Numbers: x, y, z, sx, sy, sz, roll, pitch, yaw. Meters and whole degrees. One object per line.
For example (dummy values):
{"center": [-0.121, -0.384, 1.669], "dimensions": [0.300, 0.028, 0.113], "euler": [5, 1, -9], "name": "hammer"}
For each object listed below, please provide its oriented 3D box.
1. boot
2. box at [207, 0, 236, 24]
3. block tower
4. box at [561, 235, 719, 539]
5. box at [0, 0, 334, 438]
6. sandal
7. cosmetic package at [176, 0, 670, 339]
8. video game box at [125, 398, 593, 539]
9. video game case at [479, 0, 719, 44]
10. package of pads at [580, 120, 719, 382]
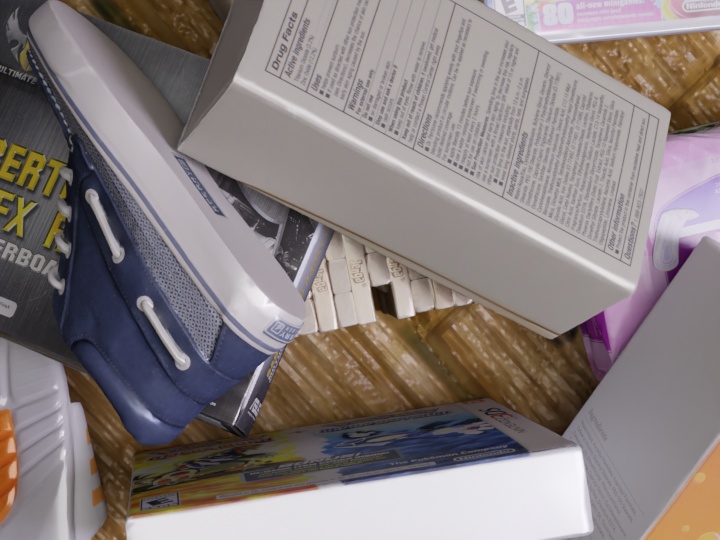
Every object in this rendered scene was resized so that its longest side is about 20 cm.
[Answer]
{"center": [-0.112, -0.024, 0.657], "dimensions": [0.090, 0.073, 0.200], "euler": [-41, 65, 12], "name": "boot"}
{"center": [-0.073, -0.202, 0.733], "dimensions": [0.078, 0.095, 0.200], "euler": [-36, 96, -4], "name": "box"}
{"center": [0.000, 0.000, 0.772], "dimensions": [0.199, 0.058, 0.054], "euler": [-11, 95, -8], "name": "block tower"}
{"center": [0.177, 0.105, 0.735], "dimensions": [0.124, 0.098, 0.201], "euler": [22, 112, -25], "name": "box"}
{"center": [-0.115, -0.030, 0.716], "dimensions": [0.199, 0.048, 0.159], "euler": [22, 80, 9], "name": "box"}
{"center": [-0.165, 0.136, 0.753], "dimensions": [0.079, 0.059, 0.208], "euler": [-9, 84, 16], "name": "sandal"}
{"center": [0.032, -0.062, 0.663], "dimensions": [0.199, 0.073, 0.104], "euler": [27, 60, -15], "name": "cosmetic package"}
{"center": [-0.010, 0.104, 0.713], "dimensions": [0.199, 0.182, 0.047], "euler": [-8, 90, -8], "name": "video game box"}
{"center": [0.126, -0.224, 0.797], "dimensions": [0.142, 0.018, 0.201], "euler": [-6, 94, -7], "name": "video game case"}
{"center": [0.205, -0.021, 0.789], "dimensions": [0.199, 0.076, 0.121], "euler": [-13, 95, -7], "name": "package of pads"}
